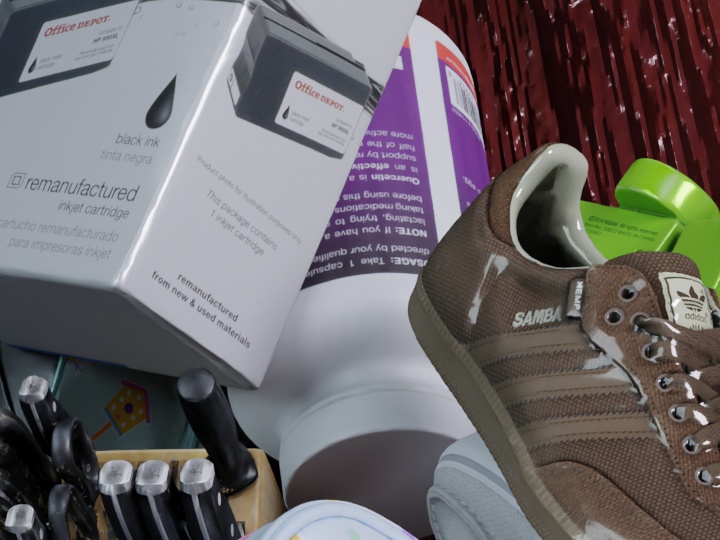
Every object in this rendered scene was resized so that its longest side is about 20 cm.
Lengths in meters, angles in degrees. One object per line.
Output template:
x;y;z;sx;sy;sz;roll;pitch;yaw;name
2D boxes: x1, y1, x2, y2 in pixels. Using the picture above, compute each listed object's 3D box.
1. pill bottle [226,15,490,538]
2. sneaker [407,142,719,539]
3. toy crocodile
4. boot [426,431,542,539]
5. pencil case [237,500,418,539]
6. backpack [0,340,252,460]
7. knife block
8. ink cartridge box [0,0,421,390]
0.000;0.000;0.842;0.112;0.112;0.201;-35;44;32;pill bottle
0.080;0.036;0.636;0.200;0.070;0.076;50;118;43;sneaker
0.121;0.007;0.740;0.199;0.062;0.068;9;60;55;toy crocodile
0.047;0.130;0.644;0.095;0.074;0.200;-24;41;-16;boot
-0.060;0.136;0.660;0.199;0.091;0.084;-30;90;39;pencil case
-0.131;0.044;0.940;0.175;0.153;0.201;-36;36;31;backpack
-0.050;0.103;0.751;0.175;0.199;0.064;-32;45;44;knife block
-0.072;-0.070;0.805;0.144;0.084;0.201;6;67;42;ink cartridge box
